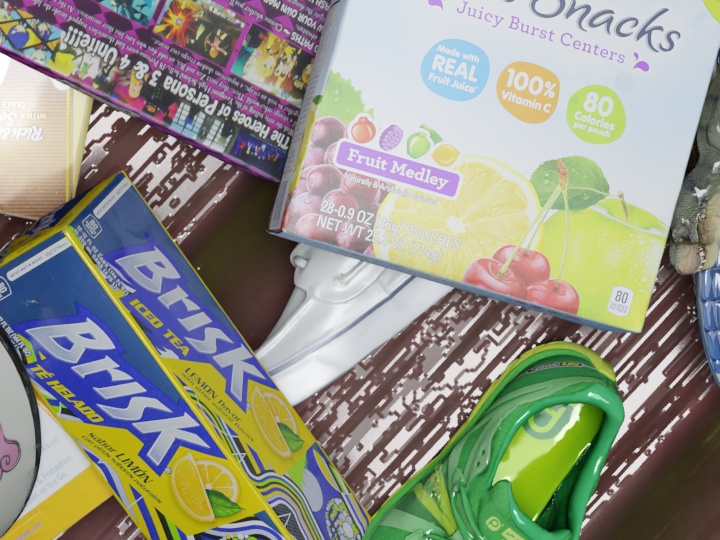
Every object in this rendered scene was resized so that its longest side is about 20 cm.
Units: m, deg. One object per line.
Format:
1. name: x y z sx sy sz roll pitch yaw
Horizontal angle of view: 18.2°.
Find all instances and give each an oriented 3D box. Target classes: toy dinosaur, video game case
1. toy dinosaur: 0.198 -0.089 1.018 0.088 0.047 0.200 15 87 -3
2. video game case: -0.082 -0.158 0.989 0.200 0.036 0.181 25 86 -35

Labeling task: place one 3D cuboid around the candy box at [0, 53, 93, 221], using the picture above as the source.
1. candy box: -0.171 -0.129 1.014 0.115 0.055 0.200 10 95 -12

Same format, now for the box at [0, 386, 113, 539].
1. box: -0.206 0.048 1.014 0.119 0.041 0.200 -36 102 31

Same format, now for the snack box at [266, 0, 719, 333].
1. snack box: 0.066 -0.089 1.001 0.169 0.068 0.200 15 87 -10

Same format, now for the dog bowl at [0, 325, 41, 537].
1. dog bowl: -0.244 0.071 0.970 0.200 0.074 0.200 9 124 14

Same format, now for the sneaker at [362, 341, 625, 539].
1. sneaker: 0.055 0.121 1.071 0.074 0.084 0.200 33 92 -12

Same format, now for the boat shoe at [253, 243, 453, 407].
1. boat shoe: 0.000 0.000 1.060 0.200 0.074 0.065 -38 92 -10

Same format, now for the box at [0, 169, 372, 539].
1. box: -0.082 0.061 0.989 0.064 0.070 0.200 -29 103 27

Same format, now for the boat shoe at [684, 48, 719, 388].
1. boat shoe: 0.188 -0.036 1.077 0.072 0.072 0.200 1 92 -11
